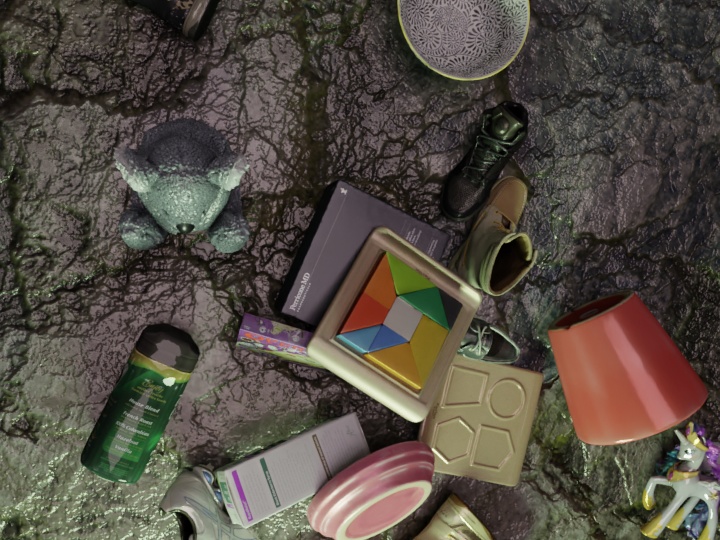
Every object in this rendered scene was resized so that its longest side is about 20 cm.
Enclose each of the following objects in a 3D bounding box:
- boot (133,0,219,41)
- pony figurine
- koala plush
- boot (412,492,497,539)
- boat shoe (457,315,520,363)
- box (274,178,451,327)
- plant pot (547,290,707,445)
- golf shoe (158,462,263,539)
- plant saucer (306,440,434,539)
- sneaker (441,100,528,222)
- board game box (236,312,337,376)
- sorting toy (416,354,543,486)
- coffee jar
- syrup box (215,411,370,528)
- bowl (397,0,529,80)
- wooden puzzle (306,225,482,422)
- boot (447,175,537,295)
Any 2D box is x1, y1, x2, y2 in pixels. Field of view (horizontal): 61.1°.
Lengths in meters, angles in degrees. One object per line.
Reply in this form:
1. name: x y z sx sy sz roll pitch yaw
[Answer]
1. boot: -0.251 -0.436 0.825 0.152 0.073 0.205 23 87 -10
2. pony figurine: 0.572 0.357 1.007 0.191 0.167 0.202 17 103 -5
3. koala plush: -0.226 -0.117 0.775 0.175 0.200 0.186 1 91 -12
4. boot: 0.153 0.470 0.943 0.155 0.073 0.201 -40 98 -9
5. boat shoe: 0.166 0.093 0.895 0.199 0.071 0.073 15 91 -40
6. box: 0.000 0.000 0.878 0.181 0.104 0.202 25 86 -14
7. plant pot: 0.389 0.140 0.935 0.199 0.200 0.179 -26 88 -10
8. golf shoe: -0.204 0.371 0.841 0.078 0.097 0.201 -33 95 35
9. plant saucer: 0.024 0.319 0.857 0.199 0.201 0.051 -25 53 -11
10. sneaker: 0.183 -0.170 0.903 0.076 0.114 0.200 36 83 17
11. board game box: -0.072 0.112 0.850 0.198 0.120 0.033 18 64 -8
12. sorting toy: 0.185 0.233 0.966 0.198 0.036 0.187 15 89 -17
13. coffee jar: -0.290 0.172 0.819 0.085 0.104 0.202 26 87 -15
14. syrup box: -0.092 0.273 0.847 0.198 0.079 0.082 -17 80 -26
15. bowl: 0.137 -0.370 0.902 0.198 0.094 0.203 0 91 -13
16. wooden puzzle: 0.052 0.068 0.802 0.184 0.037 0.201 34 74 -10
17. boot: 0.212 -0.054 0.897 0.072 0.155 0.201 32 85 -11
